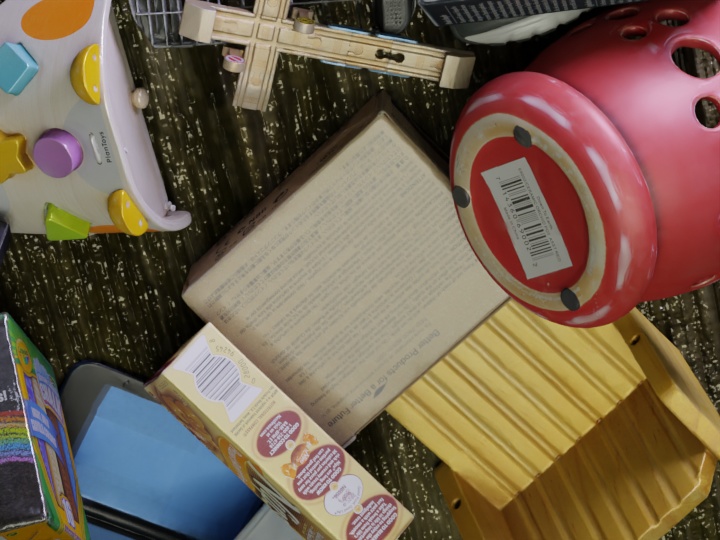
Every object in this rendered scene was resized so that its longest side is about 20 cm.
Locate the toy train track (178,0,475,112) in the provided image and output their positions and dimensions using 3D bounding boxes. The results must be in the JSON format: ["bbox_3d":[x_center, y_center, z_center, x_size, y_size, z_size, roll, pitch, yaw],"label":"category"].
[{"bbox_3d":[-0.021,-0.148,1.487,0.200,0.033,0.115,9,115,-9],"label":"toy train track"}]

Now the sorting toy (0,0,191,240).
[{"bbox_3d":[-0.234,-0.092,1.525,0.180,0.107,0.200,-6,117,17],"label":"sorting toy"}]

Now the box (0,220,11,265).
[{"bbox_3d":[-0.355,0.005,1.508,0.200,0.036,0.143,17,72,0],"label":"box"}]

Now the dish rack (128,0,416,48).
[{"bbox_3d":[-0.061,-0.223,1.496,0.200,0.055,0.154,-5,115,-3],"label":"dish rack"}]

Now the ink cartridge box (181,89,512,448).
[{"bbox_3d":[0.000,0.000,1.581,0.200,0.075,0.165,-41,103,12],"label":"ink cartridge box"}]

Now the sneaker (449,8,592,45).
[{"bbox_3d":[0.144,-0.222,1.521,0.200,0.074,0.085,-27,102,1],"label":"sneaker"}]

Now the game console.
[{"bbox_3d":[-0.155,0.191,1.645,0.200,0.171,0.118,22,137,-16],"label":"game console"}]

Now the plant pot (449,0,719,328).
[{"bbox_3d":[0.176,-0.070,1.480,0.182,0.200,0.201,-27,122,-35],"label":"plant pot"}]

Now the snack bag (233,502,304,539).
[{"bbox_3d":[-0.057,0.267,1.672,0.189,0.021,0.200,-49,126,-32],"label":"snack bag"}]

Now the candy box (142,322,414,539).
[{"bbox_3d":[-0.061,0.128,1.585,0.200,0.115,0.055,44,77,-3],"label":"candy box"}]

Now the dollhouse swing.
[{"bbox_3d":[0.126,0.108,1.620,0.200,0.182,0.176,-43,123,13],"label":"dollhouse swing"}]

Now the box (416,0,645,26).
[{"bbox_3d":[0.131,-0.247,1.430,0.200,0.107,0.149,-6,87,7],"label":"box"}]

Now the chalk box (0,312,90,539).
[{"bbox_3d":[-0.278,0.114,1.565,0.125,0.200,0.124,-15,157,2],"label":"chalk box"}]
